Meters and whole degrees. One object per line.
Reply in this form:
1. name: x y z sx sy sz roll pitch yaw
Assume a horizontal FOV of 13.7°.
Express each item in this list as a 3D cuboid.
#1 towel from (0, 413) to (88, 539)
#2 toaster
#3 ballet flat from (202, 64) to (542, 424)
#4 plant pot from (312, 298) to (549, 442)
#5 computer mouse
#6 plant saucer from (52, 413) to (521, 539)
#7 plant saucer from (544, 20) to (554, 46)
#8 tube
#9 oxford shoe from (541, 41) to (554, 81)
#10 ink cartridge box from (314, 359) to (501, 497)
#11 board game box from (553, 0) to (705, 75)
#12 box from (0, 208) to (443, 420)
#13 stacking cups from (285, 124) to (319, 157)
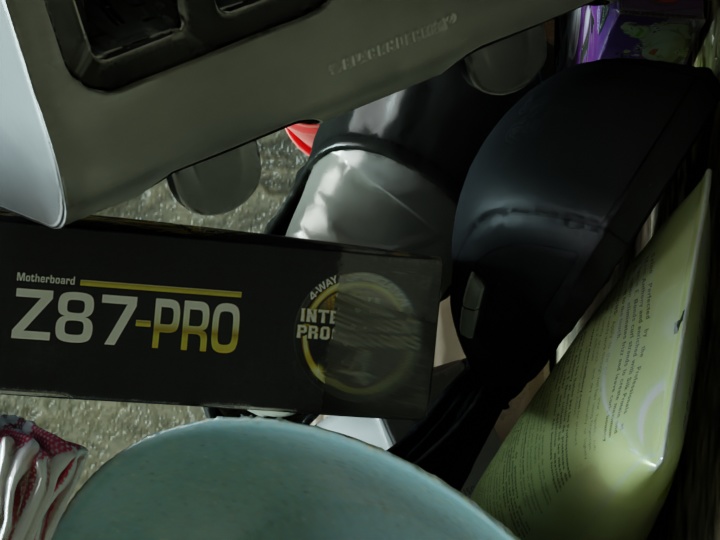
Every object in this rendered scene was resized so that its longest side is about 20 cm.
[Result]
1. towel: -0.128 0.104 0.860 0.200 0.030 0.147 -167 87 -68
2. toaster: -0.031 -0.127 0.725 0.119 0.181 0.200 28 137 62
3. ballet flat: 0.000 0.000 0.914 0.068 0.068 0.200 -62 3 -36
4. plant pot: 0.013 0.073 1.123 0.201 0.092 0.201 -177 90 -86
5. computer mouse: 0.031 0.013 0.800 0.141 0.046 0.200 -56 -3 -12
6. plant saucer: 0.003 0.123 0.789 0.039 0.201 0.201 -35 -42 -49
7. plant saucer: 0.059 -0.143 1.056 0.200 0.034 0.201 -177 90 -87
8. tube: 0.061 0.052 0.785 0.058 0.052 0.200 58 159 18
9. oxford shoe: 0.023 -0.080 0.909 0.071 0.071 0.200 -74 -20 -49
10. ink cartridge box: 0.005 0.145 1.009 0.200 0.045 0.177 -36 73 55
11. board game box: 0.076 -0.137 0.864 0.120 0.032 0.200 113 161 -67
12. box: -0.088 0.007 0.819 0.200 0.161 0.049 -172 89 -70
13. stacking cups: 0.009 -0.047 1.113 0.200 0.060 0.061 24 -112 -76
